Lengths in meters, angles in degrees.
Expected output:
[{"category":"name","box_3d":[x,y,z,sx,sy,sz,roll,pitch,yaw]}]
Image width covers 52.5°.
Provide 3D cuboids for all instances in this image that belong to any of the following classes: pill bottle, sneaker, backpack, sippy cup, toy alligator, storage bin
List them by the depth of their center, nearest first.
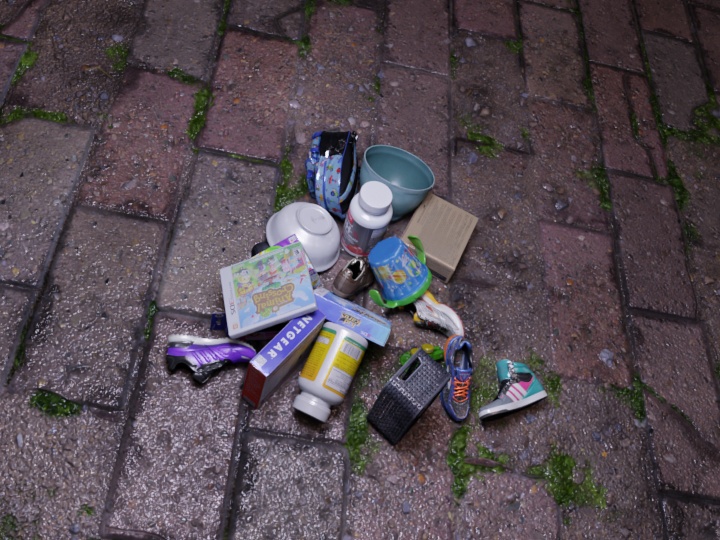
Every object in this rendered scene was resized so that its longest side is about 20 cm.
[{"category":"storage bin","box_3d":[0.104,0.278,1.597,0.094,0.201,0.135,41,57,12]},{"category":"pill bottle","box_3d":[-0.071,0.227,1.612,0.112,0.113,0.202,25,77,1]},{"category":"sneaker","box_3d":[-0.331,0.203,1.612,0.197,0.070,0.101,5,64,-7]},{"category":"sneaker","box_3d":[0.229,0.250,1.704,0.074,0.078,0.203,0,82,-11]},{"category":"sneaker","box_3d":[0.344,0.277,1.736,0.198,0.084,0.122,-12,67,-31]},{"category":"toy alligator","box_3d":[0.156,0.203,1.755,0.199,0.060,0.054,-16,27,-42]},{"category":"sippy cup","box_3d":[0.087,-0.005,1.784,0.138,0.131,0.179,-24,33,19]},{"category":"sneaker","box_3d":[0.000,0.000,1.790,0.070,0.076,0.200,34,33,7]},{"category":"sneaker","box_3d":[0.173,0.118,1.804,0.199,0.078,0.082,38,60,21]},{"category":"pill bottle","box_3d":[0.019,-0.130,1.835,0.109,0.201,0.112,7,56,-10]},{"category":"backpack","box_3d":[-0.073,-0.239,1.895,0.133,0.183,0.202,4,60,8]}]

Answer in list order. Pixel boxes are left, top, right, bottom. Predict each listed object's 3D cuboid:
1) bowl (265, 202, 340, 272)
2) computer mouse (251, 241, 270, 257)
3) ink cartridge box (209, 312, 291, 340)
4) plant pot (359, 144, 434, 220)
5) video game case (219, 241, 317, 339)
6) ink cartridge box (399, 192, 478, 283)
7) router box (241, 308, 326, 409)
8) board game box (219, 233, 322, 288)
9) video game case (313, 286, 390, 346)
[{"category":"bowl","box_3d":[-0.129,-0.101,1.819,0.199,0.091,0.203,16,48,-18]},{"category":"computer mouse","box_3d":[-0.190,0.004,1.785,0.138,0.046,0.202,-3,59,-16]},{"category":"ink cartridge box","box_3d":[-0.241,0.126,1.663,0.197,0.095,0.038,1,62,-15]},{"category":"plant pot","box_3d":[0.081,-0.219,1.934,0.198,0.135,0.201,16,36,-12]},{"category":"video game case","box_3d":[-0.204,0.040,1.592,0.198,0.022,0.184,-19,54,3]},{"category":"ink cartridge box","box_3d":[0.202,-0.089,1.937,0.163,0.075,0.201,28,56,5]},{"category":"router box","box_3d":[-0.168,0.187,1.594,0.049,0.180,0.200,38,56,10]},{"category":"board game box","box_3d":[-0.205,0.022,1.689,0.198,0.103,0.106,-30,67,-2]},{"category":"video game case","box_3d":[-0.024,0.103,1.695,0.198,0.181,0.046,26,94,2]}]
